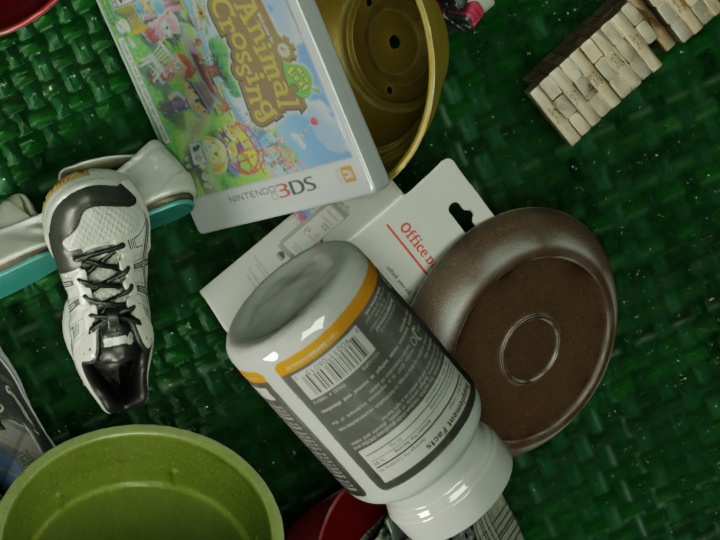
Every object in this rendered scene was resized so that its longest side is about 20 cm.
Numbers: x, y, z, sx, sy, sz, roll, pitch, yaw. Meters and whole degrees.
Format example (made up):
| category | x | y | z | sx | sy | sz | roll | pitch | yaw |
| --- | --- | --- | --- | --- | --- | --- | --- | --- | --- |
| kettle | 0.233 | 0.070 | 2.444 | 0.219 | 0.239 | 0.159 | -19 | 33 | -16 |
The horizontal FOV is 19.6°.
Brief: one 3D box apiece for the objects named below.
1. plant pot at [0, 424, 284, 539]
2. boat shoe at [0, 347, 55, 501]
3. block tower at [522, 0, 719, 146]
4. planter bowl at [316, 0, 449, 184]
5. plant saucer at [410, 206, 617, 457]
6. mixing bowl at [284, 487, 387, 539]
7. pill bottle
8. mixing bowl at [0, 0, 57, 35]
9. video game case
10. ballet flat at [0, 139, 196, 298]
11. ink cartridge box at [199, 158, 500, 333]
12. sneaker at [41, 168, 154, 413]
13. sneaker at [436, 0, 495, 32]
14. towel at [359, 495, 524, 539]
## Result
| category | x | y | z | sx | sy | sz | roll | pitch | yaw |
| --- | --- | --- | --- | --- | --- | --- | --- | --- | --- |
| plant pot | -0.157 | 0.247 | 1.484 | 0.200 | 0.200 | 0.190 | -3 | 136 | -7 |
| boat shoe | -0.270 | 0.116 | 1.516 | 0.070 | 0.066 | 0.200 | -30 | 103 | -1 |
| block tower | 0.207 | -0.180 | 1.534 | 0.200 | 0.058 | 0.054 | -42 | 103 | -1 |
| planter bowl | 0.001 | -0.157 | 1.473 | 0.083 | 0.200 | 0.201 | -18 | 106 | -45 |
| plant saucer | 0.117 | 0.054 | 1.532 | 0.200 | 0.032 | 0.201 | -14 | 116 | -30 |
| mixing bowl | -0.008 | 0.253 | 1.534 | 0.108 | 0.200 | 0.200 | -16 | 106 | 37 |
| pill bottle | 0.010 | 0.086 | 1.426 | 0.116 | 0.116 | 0.200 | -40 | 113 | 1 |
| mixing bowl | -0.270 | -0.260 | 1.415 | 0.200 | 0.108 | 0.201 | 0 | 102 | -1 |
| video game case | -0.087 | -0.131 | 1.456 | 0.022 | 0.182 | 0.200 | -35 | 107 | -45 |
| ballet flat | -0.216 | -0.036 | 1.502 | 0.200 | 0.069 | 0.070 | -24 | 103 | -1 |
| ink cartridge box | 0.000 | 0.000 | 1.511 | 0.200 | 0.068 | 0.117 | -39 | 132 | 1 |
| sneaker | -0.171 | 0.018 | 1.456 | 0.075 | 0.088 | 0.200 | -15 | 138 | -11 |
| sneaker | 0.027 | -0.263 | 1.488 | 0.200 | 0.081 | 0.075 | 46 | 74 | -19 |
| towel | 0.082 | 0.240 | 1.538 | 0.034 | 0.193 | 0.200 | -17 | 105 | 37 |
